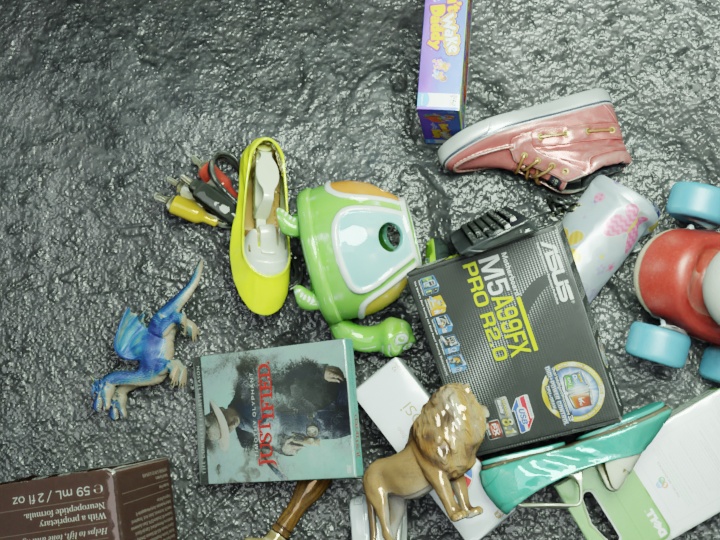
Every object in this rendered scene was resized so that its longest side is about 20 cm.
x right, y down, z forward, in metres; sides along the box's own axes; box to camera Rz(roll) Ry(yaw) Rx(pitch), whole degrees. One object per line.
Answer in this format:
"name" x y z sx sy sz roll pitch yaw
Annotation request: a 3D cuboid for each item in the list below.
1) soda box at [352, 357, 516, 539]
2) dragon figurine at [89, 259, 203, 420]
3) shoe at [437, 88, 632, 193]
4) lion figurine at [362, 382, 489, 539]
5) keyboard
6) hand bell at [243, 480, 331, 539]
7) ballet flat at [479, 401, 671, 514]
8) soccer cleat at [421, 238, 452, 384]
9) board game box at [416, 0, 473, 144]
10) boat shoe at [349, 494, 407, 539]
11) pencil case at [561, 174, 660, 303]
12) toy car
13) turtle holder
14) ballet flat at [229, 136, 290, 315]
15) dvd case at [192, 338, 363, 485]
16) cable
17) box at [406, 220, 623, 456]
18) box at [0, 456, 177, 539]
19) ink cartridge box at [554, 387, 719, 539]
"soda box" 0.078 0.189 1.007 0.064 0.068 0.200 -39 80 1
"dragon figurine" -0.240 0.075 1.068 0.099 0.059 0.201 11 86 8
"shoe" 0.190 -0.124 1.032 0.200 0.071 0.091 -18 75 0
"lion figurine" 0.052 0.202 0.938 0.200 0.072 0.123 -35 67 28
"keyboard" 0.153 -0.052 0.964 0.127 0.200 0.021 -20 97 5
"hand bell" -0.082 0.274 1.023 0.104 0.104 0.200 32 75 10
"ballet flat" 0.219 0.193 0.938 0.200 0.067 0.071 -20 80 4
"soccer cleat" 0.114 0.060 1.028 0.081 0.068 0.201 -11 84 -9
"board game box" 0.095 -0.251 1.029 0.045 0.134 0.201 4 84 8
"boat shoe" 0.031 0.336 0.991 0.067 0.074 0.201 -8 81 9
"pencil case" 0.227 -0.004 1.006 0.200 0.091 0.083 -50 50 -3
"toy car" 0.379 0.022 0.906 0.176 0.200 0.185 18 89 -13
"turtle holder" -0.003 -0.007 1.004 0.131 0.141 0.186 -14 68 6
"ballet flat" -0.106 -0.054 1.037 0.067 0.067 0.201 3 73 -18
"dvd case" -0.093 0.155 1.025 0.200 0.022 0.146 -8 81 28
"cable" -0.135 -0.060 1.093 0.200 0.050 0.097 40 72 -2
"box" 0.152 0.070 0.940 0.160 0.044 0.200 -17 94 21
"box" -0.291 0.309 0.991 0.165 0.164 0.201 -10 82 6
"ink cartridge box" 0.311 0.214 0.979 0.200 0.059 0.104 -31 79 3
